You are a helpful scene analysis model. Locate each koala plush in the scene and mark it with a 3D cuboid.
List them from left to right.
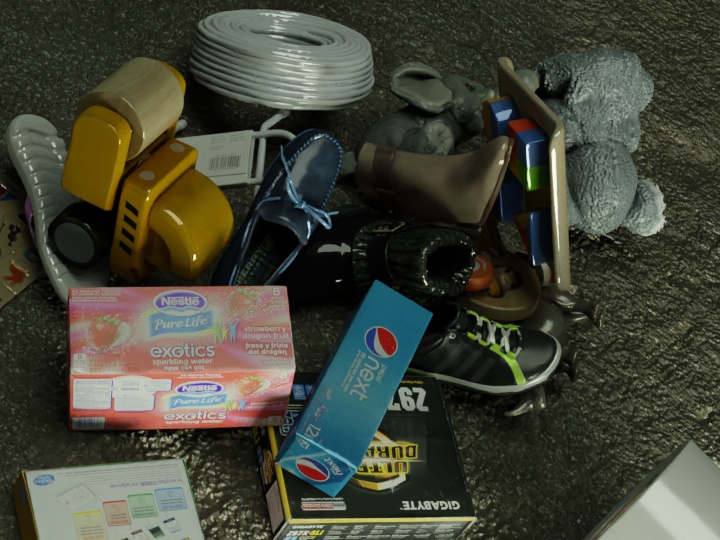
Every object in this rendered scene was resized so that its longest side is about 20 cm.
[{"bbox_3d":[0.261,-0.132,1.901,0.177,0.184,0.201,8,65,-23],"label":"koala plush"}]

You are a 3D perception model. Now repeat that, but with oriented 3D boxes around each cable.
[{"bbox_3d":[-0.082,-0.225,1.783,0.199,0.069,0.200,1,22,-23],"label":"cable"}]

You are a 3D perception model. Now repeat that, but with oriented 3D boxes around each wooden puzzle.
[{"bbox_3d":[0.167,-0.100,1.716,0.046,0.186,0.200,-11,31,-7],"label":"wooden puzzle"}]

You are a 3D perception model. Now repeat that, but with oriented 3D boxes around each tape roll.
[{"bbox_3d":[0.289,0.277,1.568,0.139,0.203,0.203,44,47,9],"label":"tape roll"}]

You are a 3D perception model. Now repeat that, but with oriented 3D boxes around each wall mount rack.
[{"bbox_3d":[-0.146,-0.112,1.680,0.199,0.075,0.174,-5,54,13],"label":"wall mount rack"}]

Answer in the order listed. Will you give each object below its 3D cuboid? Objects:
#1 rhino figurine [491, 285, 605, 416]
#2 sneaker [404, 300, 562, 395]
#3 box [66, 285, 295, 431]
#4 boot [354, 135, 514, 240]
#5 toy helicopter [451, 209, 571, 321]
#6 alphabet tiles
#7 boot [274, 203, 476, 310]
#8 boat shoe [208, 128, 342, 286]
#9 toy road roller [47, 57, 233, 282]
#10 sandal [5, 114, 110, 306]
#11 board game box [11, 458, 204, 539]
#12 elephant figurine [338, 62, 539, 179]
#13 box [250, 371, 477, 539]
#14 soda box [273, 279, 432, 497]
[{"bbox_3d":[0.187,0.088,1.748,0.087,0.060,0.200,15,44,19],"label":"rhino figurine"},{"bbox_3d":[0.105,0.073,1.667,0.199,0.083,0.072,2,52,-2],"label":"sneaker"},{"bbox_3d":[-0.165,0.079,1.507,0.199,0.103,0.095,-1,56,-10],"label":"box"},{"bbox_3d":[0.068,-0.096,1.700,0.146,0.200,0.070,21,58,2],"label":"boot"},{"bbox_3d":[0.149,-0.016,1.794,0.132,0.079,0.200,-1,38,-5],"label":"toy helicopter"},{"bbox_3d":[-0.386,-0.029,1.563,0.166,0.006,0.200,40,46,3],"label":"alphabet tiles"},{"bbox_3d":[0.000,-0.003,1.654,0.158,0.080,0.211,20,36,35],"label":"boot"},{"bbox_3d":[-0.069,-0.040,1.577,0.084,0.069,0.200,26,86,-18],"label":"boat shoe"},{"bbox_3d":[-0.187,-0.079,1.531,0.146,0.200,0.123,24,37,11],"label":"toy road roller"},{"bbox_3d":[-0.293,-0.052,1.597,0.082,0.050,0.203,-1,68,-48],"label":"sandal"},{"bbox_3d":[-0.202,0.261,1.418,0.153,0.040,0.200,0,56,-29],"label":"board game box"},{"bbox_3d":[0.083,-0.163,1.842,0.155,0.141,0.200,36,51,-20],"label":"elephant figurine"},{"bbox_3d":[-0.001,0.177,1.590,0.199,0.049,0.160,4,52,-26],"label":"box"},{"bbox_3d":[-0.005,0.108,1.557,0.068,0.064,0.200,31,52,-3],"label":"soda box"}]
